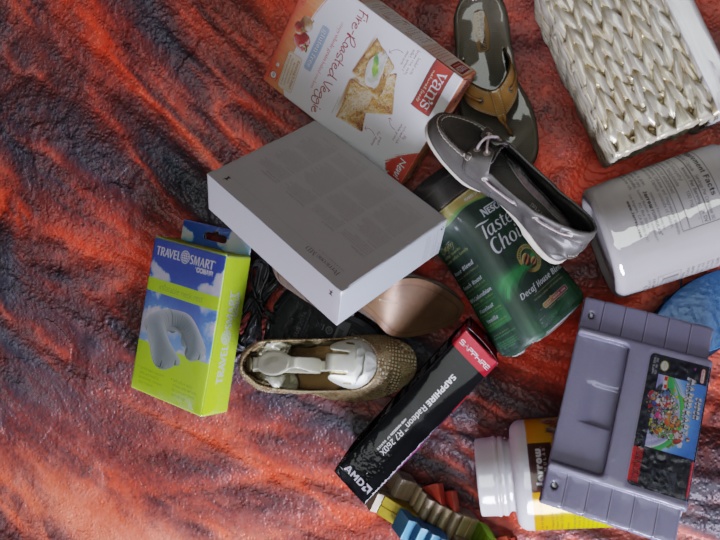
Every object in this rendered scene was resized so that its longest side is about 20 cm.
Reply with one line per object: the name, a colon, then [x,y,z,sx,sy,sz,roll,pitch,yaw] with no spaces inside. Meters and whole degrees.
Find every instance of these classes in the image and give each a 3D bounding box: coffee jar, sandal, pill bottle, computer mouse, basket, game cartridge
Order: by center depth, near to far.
game cartridge: [0.253,0.137,0.704,0.127,0.038,0.205,12,75,20]
pill bottle: [0.330,-0.058,0.736,0.195,0.114,0.117,-19,88,10]
basket: [0.262,-0.215,0.738,0.121,0.135,0.204,-24,87,14]
pill bottle: [0.218,0.206,0.765,0.194,0.109,0.113,-7,90,10]
coffee jar: [0.135,-0.020,0.779,0.103,0.085,0.202,-34,84,-27]
sandal: [0.142,-0.206,0.798,0.079,0.055,0.206,-8,90,10]
computer mouse: [-0.049,0.068,0.845,0.197,0.053,0.141,31,94,19]

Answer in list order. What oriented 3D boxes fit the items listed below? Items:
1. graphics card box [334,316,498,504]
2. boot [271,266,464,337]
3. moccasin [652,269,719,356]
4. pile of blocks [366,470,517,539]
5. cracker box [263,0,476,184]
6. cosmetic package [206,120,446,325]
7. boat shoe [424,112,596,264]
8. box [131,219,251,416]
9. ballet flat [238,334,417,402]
graphics card box: [0.063,0.142,0.784,0.051,0.125,0.200,44,97,5]
boot: [0.000,0.000,0.799,0.196,0.147,0.072,9,116,-31]
moccasin: [0.319,0.065,0.767,0.198,0.068,0.081,-36,76,9]
pile of blocks: [0.097,0.275,0.802,0.197,0.082,0.063,27,96,9]
cracker box: [0.007,-0.208,0.799,0.198,0.058,0.135,37,121,8]
cosmetic package: [-0.036,-0.057,0.743,0.199,0.149,0.052,40,141,26]
boat shoe: [0.151,-0.092,0.732,0.200,0.057,0.067,43,57,-3]
box: [-0.192,0.049,0.852,0.120,0.047,0.206,12,94,32]
ballet flat: [-0.040,0.101,0.776,0.195,0.065,0.073,-7,77,17]
